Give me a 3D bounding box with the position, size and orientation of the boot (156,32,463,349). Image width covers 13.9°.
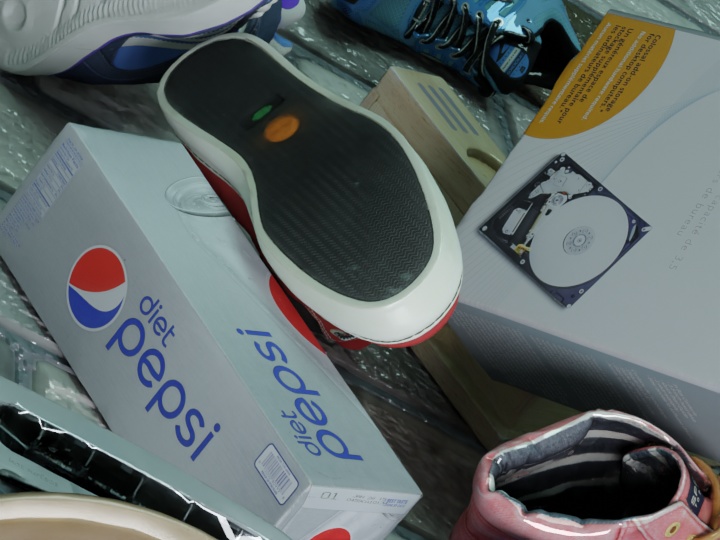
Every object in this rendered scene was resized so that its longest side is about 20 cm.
[{"bbox_3d":[0.000,0.000,1.220,0.200,0.072,0.144,47,-11,50],"label":"boot"}]

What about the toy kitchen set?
[{"bbox_3d":[0.123,-0.026,1.396,0.200,0.163,0.181,8,38,-50],"label":"toy kitchen set"}]

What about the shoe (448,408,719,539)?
[{"bbox_3d":[0.130,0.108,1.157,0.199,0.091,0.072,1,47,-14],"label":"shoe"}]

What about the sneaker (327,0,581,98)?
[{"bbox_3d":[0.063,-0.143,1.630,0.200,0.078,0.090,5,43,-51],"label":"sneaker"}]

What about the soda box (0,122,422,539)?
[{"bbox_3d":[-0.062,0.034,1.144,0.068,0.063,0.200,10,36,-49],"label":"soda box"}]

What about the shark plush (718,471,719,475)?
[{"bbox_3d":[0.159,0.142,1.244,0.091,0.083,0.200,36,23,-7],"label":"shark plush"}]

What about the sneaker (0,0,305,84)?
[{"bbox_3d":[-0.058,-0.135,1.303,0.146,0.200,0.081,-6,79,-50],"label":"sneaker"}]

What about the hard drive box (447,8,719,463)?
[{"bbox_3d":[0.150,-0.009,1.208,0.200,0.156,0.077,18,-23,42],"label":"hard drive box"}]

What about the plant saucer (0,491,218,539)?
[{"bbox_3d":[-0.089,0.156,0.765,0.200,0.201,0.029,29,-8,-20],"label":"plant saucer"}]

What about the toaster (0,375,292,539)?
[{"bbox_3d":[-0.096,0.121,0.853,0.200,0.129,0.114,31,23,-18],"label":"toaster"}]
